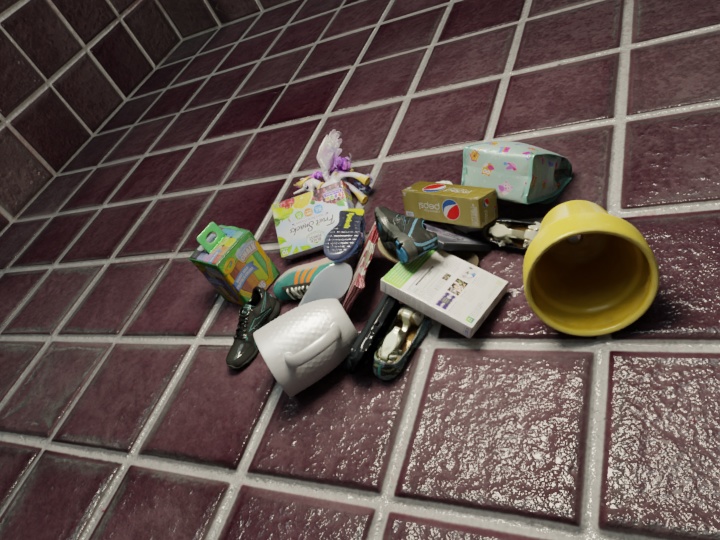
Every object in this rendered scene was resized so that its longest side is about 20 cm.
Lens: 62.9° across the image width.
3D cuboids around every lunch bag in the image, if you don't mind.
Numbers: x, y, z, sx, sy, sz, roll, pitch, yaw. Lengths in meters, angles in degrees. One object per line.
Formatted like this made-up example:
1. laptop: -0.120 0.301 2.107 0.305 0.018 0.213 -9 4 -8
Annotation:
1. lunch bag: 0.334 -0.211 1.247 0.170 0.122 0.200 19 24 38

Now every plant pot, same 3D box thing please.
1. plant pot: 0.374 -0.022 0.996 0.200 0.201 0.189 -16 25 19

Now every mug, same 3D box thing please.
1. mug: -0.095 0.139 1.131 0.175 0.148 0.200 -31 4 -5

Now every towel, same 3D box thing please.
1. towel: 0.000 0.000 1.269 0.023 0.144 0.200 22 51 -5

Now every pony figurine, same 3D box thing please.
1. pony figurine: -0.064 -0.244 1.554 0.200 0.167 0.193 32 80 31

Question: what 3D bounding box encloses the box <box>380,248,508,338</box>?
1. box: 0.158 0.030 1.118 0.200 0.036 0.144 29 51 24

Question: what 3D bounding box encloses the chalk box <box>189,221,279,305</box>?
1. chalk box: -0.315 -0.027 1.430 0.124 0.200 0.125 13 56 41

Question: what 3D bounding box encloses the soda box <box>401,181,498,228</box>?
1. soda box: 0.185 -0.141 1.233 0.200 0.064 0.068 15 35 43

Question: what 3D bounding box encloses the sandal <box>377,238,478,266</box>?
1. sandal: 0.137 -0.013 1.232 0.211 0.070 0.078 11 51 12

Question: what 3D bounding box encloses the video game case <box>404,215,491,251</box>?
1. video game case: 0.158 -0.081 1.249 0.143 0.019 0.200 0 20 -37

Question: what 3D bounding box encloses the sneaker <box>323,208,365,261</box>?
1. sneaker: -0.028 -0.065 1.307 0.074 0.082 0.200 5 32 13

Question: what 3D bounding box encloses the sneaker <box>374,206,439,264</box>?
1. sneaker: 0.086 -0.077 1.177 0.082 0.073 0.200 -21 35 -10

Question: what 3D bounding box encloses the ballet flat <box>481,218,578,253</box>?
1. ballet flat: 0.322 -0.066 1.153 0.200 0.073 0.073 17 59 45

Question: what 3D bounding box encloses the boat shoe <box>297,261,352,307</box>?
1. boat shoe: -0.086 0.068 1.271 0.202 0.074 0.086 -57 0 1

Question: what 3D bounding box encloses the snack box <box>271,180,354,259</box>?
1. snack box: -0.112 -0.122 1.462 0.199 0.053 0.143 -17 79 18

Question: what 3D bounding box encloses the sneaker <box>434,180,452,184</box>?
1. sneaker: 0.206 -0.172 1.340 0.200 0.075 0.100 8 52 38

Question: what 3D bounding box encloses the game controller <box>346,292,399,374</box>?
1. game controller: 0.033 0.111 1.149 0.042 0.104 0.200 29 62 9

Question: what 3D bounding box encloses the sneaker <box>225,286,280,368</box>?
1. sneaker: -0.256 0.126 1.328 0.075 0.079 0.200 0 50 33

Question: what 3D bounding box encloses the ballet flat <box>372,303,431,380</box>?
1. ballet flat: 0.084 0.115 1.122 0.074 0.074 0.200 4 52 36

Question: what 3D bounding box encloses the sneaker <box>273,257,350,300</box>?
1. sneaker: -0.114 0.032 1.338 0.199 0.071 0.080 -23 42 18
